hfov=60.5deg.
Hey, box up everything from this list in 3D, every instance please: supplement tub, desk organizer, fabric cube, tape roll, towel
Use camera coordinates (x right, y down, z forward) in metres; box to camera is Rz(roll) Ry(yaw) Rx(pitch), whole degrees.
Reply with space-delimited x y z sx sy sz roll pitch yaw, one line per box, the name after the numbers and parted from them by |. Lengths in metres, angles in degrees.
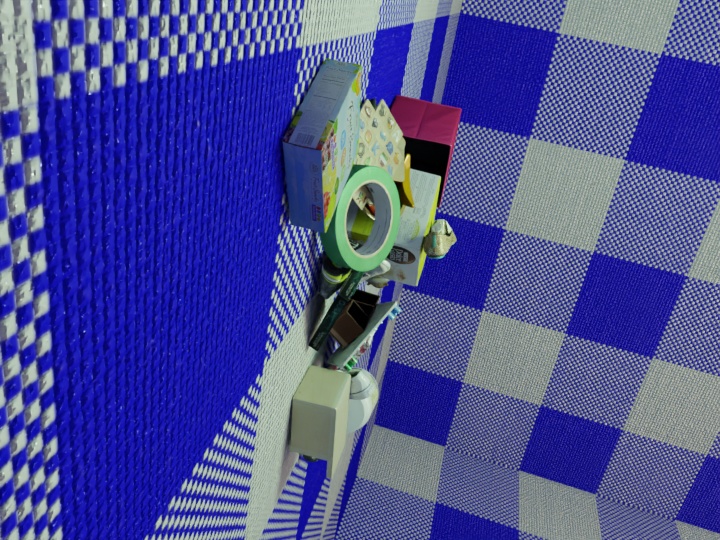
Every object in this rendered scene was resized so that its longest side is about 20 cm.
-0.029 0.371 1.765 0.200 0.141 0.149 -28 132 -78 | supplement tub
-0.016 0.105 1.570 0.077 0.072 0.201 -40 -171 26 | desk organizer
0.154 -0.327 1.682 0.202 0.194 0.199 -70 169 -45 | fabric cube
0.001 -0.103 1.211 0.198 0.047 0.207 -18 113 -48 | tape roll
-0.023 0.217 1.625 0.200 0.030 0.147 -44 -173 25 | towel

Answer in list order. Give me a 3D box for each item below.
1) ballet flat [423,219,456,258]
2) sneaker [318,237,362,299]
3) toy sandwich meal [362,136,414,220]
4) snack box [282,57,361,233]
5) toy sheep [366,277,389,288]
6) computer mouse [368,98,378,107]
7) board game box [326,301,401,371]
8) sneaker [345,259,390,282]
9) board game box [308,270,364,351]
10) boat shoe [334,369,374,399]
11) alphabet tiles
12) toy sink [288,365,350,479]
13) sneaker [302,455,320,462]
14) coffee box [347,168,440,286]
0.185 -0.082 1.422 0.200 0.068 0.067 -55 144 -71 | ballet flat
-0.050 -0.014 1.313 0.082 0.073 0.201 -61 179 30 | sneaker
0.053 -0.206 1.339 0.202 0.069 0.212 12 72 -42 | toy sandwich meal
-0.054 -0.193 0.952 0.171 0.066 0.204 92 13 -53 | snack box
0.047 -0.042 1.685 0.139 0.134 0.205 -62 149 -57 | toy sheep
0.024 -0.347 1.365 0.200 0.033 0.060 -64 151 -74 | computer mouse
0.006 0.161 1.515 0.201 0.026 0.200 -49 -173 -13 | board game box
0.000 0.000 1.389 0.081 0.075 0.199 -47 -168 -24 | sneaker
-0.044 0.069 1.322 0.136 0.028 0.201 -60 -179 -43 | board game box
-0.050 0.271 1.492 0.074 0.197 0.068 -46 112 -46 | boat shoe
0.022 -0.234 1.248 0.167 0.006 0.203 48 62 -43 | alphabet tiles
-0.095 0.345 1.407 0.131 0.109 0.205 -60 157 -61 | toy sink
-0.095 0.400 1.615 0.204 0.076 0.086 -64 -167 -10 | sneaker
0.075 -0.113 1.498 0.201 0.192 0.204 86 21 -65 | coffee box
